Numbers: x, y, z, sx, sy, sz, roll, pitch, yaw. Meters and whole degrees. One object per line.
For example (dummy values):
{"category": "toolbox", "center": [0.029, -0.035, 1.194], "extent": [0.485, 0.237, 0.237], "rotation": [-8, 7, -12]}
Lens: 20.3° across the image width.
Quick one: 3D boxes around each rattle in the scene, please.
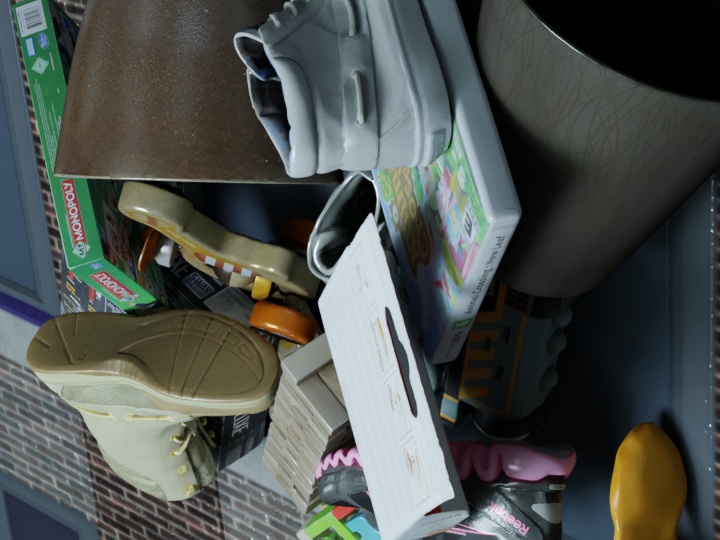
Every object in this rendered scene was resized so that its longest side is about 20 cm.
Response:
{"category": "rattle", "center": [0.145, 0.194, 1.299], "extent": [0.200, 0.129, 0.144], "rotation": [121, 127, -77]}

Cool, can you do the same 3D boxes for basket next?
{"category": "basket", "center": [0.127, -0.086, 1.093], "extent": [0.179, 0.137, 0.200], "rotation": [23, 142, 0]}

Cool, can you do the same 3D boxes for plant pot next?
{"category": "plant pot", "center": [-0.099, -0.158, 1.280], "extent": [0.186, 0.186, 0.202], "rotation": [5, 94, 46]}

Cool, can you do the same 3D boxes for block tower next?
{"category": "block tower", "center": [-0.025, 0.106, 1.367], "extent": [0.058, 0.054, 0.200], "rotation": [50, 160, 17]}

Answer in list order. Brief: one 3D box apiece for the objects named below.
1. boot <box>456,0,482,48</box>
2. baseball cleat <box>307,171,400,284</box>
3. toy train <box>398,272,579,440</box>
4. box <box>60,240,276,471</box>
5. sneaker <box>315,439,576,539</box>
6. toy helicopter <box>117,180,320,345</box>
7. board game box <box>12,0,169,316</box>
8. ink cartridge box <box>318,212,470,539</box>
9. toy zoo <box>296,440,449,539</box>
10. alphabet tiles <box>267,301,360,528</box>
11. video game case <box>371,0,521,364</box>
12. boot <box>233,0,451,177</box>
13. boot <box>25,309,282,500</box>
{"category": "boot", "center": [0.026, -0.181, 1.198], "extent": [0.199, 0.077, 0.139], "rotation": [21, 132, 41]}
{"category": "baseball cleat", "center": [0.000, 0.000, 1.308], "extent": [0.069, 0.106, 0.201], "rotation": [29, 134, 27]}
{"category": "toy train", "center": [0.080, 0.020, 1.257], "extent": [0.113, 0.085, 0.201], "rotation": [27, 132, 23]}
{"category": "box", "center": [-0.149, 0.034, 1.526], "extent": [0.200, 0.050, 0.158], "rotation": [41, 145, 25]}
{"category": "sneaker", "center": [0.049, 0.155, 1.276], "extent": [0.199, 0.079, 0.096], "rotation": [-5, 88, 43]}
{"category": "toy helicopter", "center": [-0.106, -0.022, 1.341], "extent": [0.131, 0.200, 0.079], "rotation": [16, 80, 29]}
{"category": "board game box", "center": [-0.188, -0.078, 1.412], "extent": [0.135, 0.029, 0.201], "rotation": [51, -157, -69]}
{"category": "ink cartridge box", "center": [0.029, 0.062, 1.148], "extent": [0.200, 0.050, 0.163], "rotation": [127, 129, -71]}
{"category": "toy zoo", "center": [0.055, 0.188, 1.395], "extent": [0.131, 0.020, 0.200], "rotation": [45, 136, -5]}
{"category": "alphabet tiles", "center": [-0.017, 0.117, 1.461], "extent": [0.201, 0.006, 0.166], "rotation": [61, 151, 0]}
{"category": "video game case", "center": [0.036, -0.074, 1.129], "extent": [0.182, 0.022, 0.201], "rotation": [108, 149, -62]}
{"category": "boot", "center": [-0.023, -0.139, 1.079], "extent": [0.074, 0.095, 0.201], "rotation": [102, 155, -54]}
{"category": "boot", "center": [-0.125, 0.102, 1.433], "extent": [0.198, 0.073, 0.156], "rotation": [2, 141, 25]}
